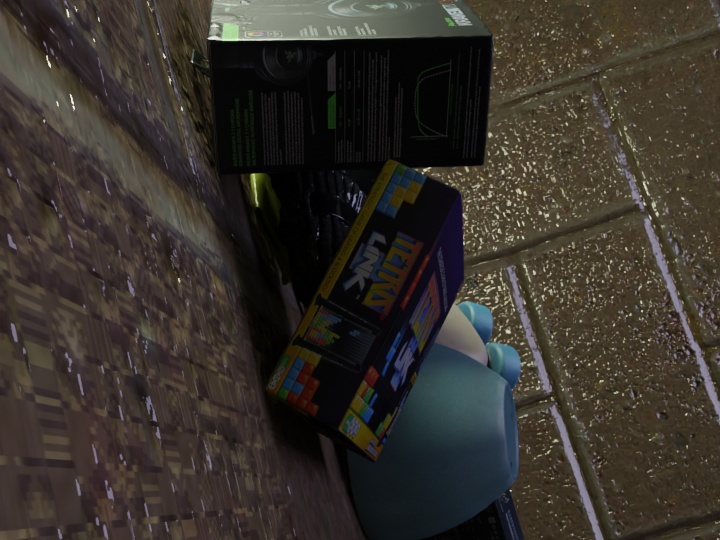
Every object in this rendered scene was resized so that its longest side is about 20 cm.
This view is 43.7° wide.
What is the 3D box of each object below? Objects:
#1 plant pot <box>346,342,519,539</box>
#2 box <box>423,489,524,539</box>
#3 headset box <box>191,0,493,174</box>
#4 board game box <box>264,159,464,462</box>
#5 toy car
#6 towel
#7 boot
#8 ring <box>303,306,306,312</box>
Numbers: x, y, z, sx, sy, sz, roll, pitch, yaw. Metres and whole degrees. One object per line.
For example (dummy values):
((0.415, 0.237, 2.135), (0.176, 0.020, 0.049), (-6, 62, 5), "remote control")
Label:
((0.079, 0.158, 0.862), (0.200, 0.133, 0.202), (-6, 90, -74), "plant pot")
((0.127, 0.347, 1.124), (0.051, 0.157, 0.202), (-26, 100, -56), "box")
((-0.022, -0.146, 0.654), (0.175, 0.198, 0.094), (-102, -169, -61), "headset box")
((0.015, 0.040, 0.629), (0.166, 0.056, 0.200), (-61, 166, -11), "board game box")
((0.062, 0.136, 1.124), (0.201, 0.183, 0.177), (-64, -152, 23), "toy car")
((-0.085, -0.077, 0.812), (0.201, 0.018, 0.086), (-103, 170, -52), "towel")
((-0.009, -0.034, 0.771), (0.211, 0.079, 0.159), (17, 45, -55), "boot")
((0.000, 0.000, 0.923), (0.200, 0.019, 0.203), (-3, 94, -53), "ring")
